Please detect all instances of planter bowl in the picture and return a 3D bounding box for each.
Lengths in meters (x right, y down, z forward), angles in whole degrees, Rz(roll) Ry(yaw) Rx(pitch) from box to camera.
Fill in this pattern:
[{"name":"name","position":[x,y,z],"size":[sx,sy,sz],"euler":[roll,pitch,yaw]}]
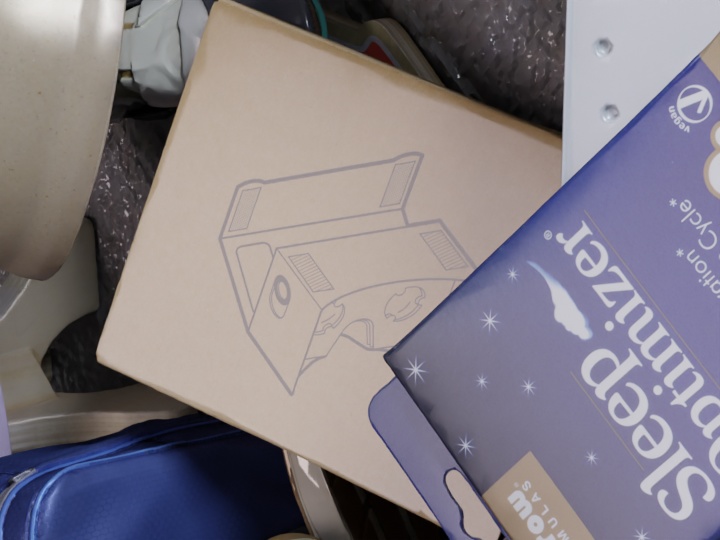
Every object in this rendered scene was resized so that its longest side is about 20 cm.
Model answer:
[{"name":"planter bowl","position":[-0.193,-0.104,0.972],"size":[0.200,0.134,0.202],"euler":[-172,90,-70]}]

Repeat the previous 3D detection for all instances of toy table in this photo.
[{"name":"toy table","position":[-0.183,0.069,1.140],"size":[0.183,0.117,0.201],"euler":[28,123,41]}]

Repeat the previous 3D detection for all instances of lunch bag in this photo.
[{"name":"lunch bag","position":[-0.100,0.141,0.999],"size":[0.132,0.199,0.137],"euler":[-12,90,48]}]

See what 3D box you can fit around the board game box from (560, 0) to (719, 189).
[{"name":"board game box","position":[0.164,-0.085,0.692],"size":[0.199,0.026,0.201],"euler":[7,109,20]}]

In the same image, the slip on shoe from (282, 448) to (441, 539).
[{"name":"slip on shoe","position":[0.001,0.120,0.964],"size":[0.060,0.076,0.201],"euler":[-14,105,41]}]

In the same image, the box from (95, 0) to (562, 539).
[{"name":"box","position":[0.000,0.000,0.892],"size":[0.199,0.021,0.164],"euler":[24,99,22]}]

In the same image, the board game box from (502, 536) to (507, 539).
[{"name":"board game box","position":[0.090,0.197,0.806],"size":[0.136,0.034,0.201],"euler":[109,146,-72]}]

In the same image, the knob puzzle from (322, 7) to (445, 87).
[{"name":"knob puzzle","position":[-0.007,-0.015,0.974],"size":[0.219,0.030,0.221],"euler":[18,114,45]}]

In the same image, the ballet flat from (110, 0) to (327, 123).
[{"name":"ballet flat","position":[-0.089,-0.095,0.990],"size":[0.200,0.073,0.074],"euler":[3,104,60]}]

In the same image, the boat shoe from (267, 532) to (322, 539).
[{"name":"boat shoe","position":[0.028,0.188,0.901],"size":[0.200,0.065,0.072],"euler":[42,96,-12]}]

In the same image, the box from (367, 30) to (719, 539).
[{"name":"box","position":[0.089,0.034,0.711],"size":[0.200,0.032,0.121],"euler":[-45,71,28]}]
